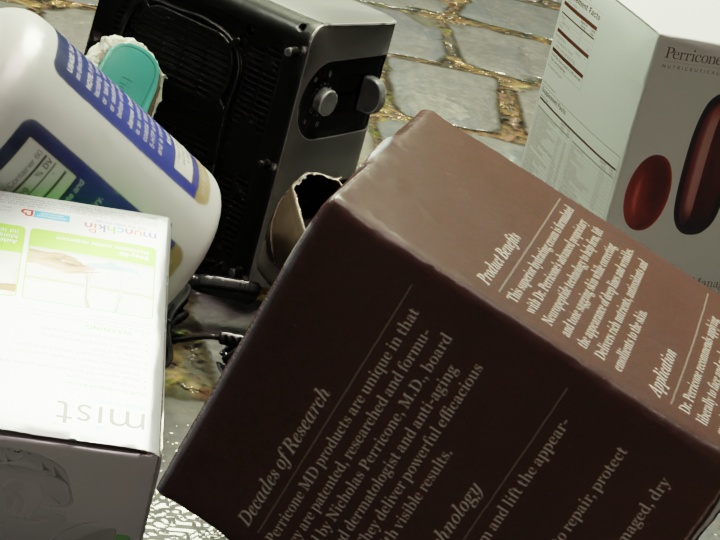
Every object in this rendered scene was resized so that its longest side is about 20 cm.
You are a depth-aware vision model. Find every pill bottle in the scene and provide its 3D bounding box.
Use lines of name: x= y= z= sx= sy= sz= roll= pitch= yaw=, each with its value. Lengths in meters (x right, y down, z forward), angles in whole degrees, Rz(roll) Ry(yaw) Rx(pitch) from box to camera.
pill bottle: x=-0.178 y=-0.063 z=0.939 sx=0.200 sy=0.120 sz=0.120 roll=44 pitch=6 yaw=-32

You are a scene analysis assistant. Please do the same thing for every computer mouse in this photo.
computer mouse: x=-0.036 y=0.048 z=1.023 sx=0.199 sy=0.046 sz=0.140 roll=5 pitch=20 yaw=-5

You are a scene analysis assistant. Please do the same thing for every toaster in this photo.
toaster: x=-0.090 y=-0.099 z=1.156 sx=0.200 sy=0.181 sz=0.119 roll=26 pitch=21 yaw=30

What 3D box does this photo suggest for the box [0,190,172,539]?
box: x=-0.191 y=0.044 z=0.833 sx=0.199 sy=0.097 sz=0.177 roll=8 pitch=37 yaw=-12

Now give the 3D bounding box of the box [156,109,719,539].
box: x=0.053 y=0.062 z=0.815 sx=0.200 sy=0.164 sz=0.166 roll=33 pitch=24 yaw=5

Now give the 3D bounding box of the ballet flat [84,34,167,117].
ballet flat: x=-0.174 y=-0.047 z=1.068 sx=0.072 sy=0.072 sz=0.200 roll=19 pitch=64 yaw=13

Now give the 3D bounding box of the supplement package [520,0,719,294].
supplement package: x=0.229 y=-0.081 z=1.251 sx=0.191 sy=0.200 sz=0.147 roll=4 pitch=25 yaw=-20

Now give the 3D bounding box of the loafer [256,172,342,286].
loafer: x=0.000 y=0.000 z=0.993 sx=0.073 sy=0.071 sz=0.200 roll=-7 pitch=25 yaw=-31
